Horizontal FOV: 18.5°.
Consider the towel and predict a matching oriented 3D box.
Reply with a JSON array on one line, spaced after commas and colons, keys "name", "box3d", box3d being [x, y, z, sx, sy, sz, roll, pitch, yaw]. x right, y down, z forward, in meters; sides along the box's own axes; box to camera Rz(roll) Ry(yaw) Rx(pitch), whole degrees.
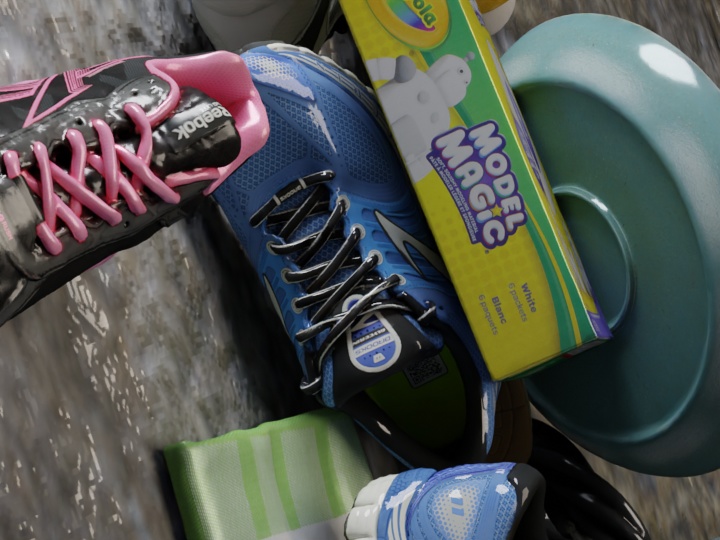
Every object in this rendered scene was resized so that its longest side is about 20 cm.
[{"name": "towel", "box3d": [-0.005, 0.151, 0.810, 0.149, 0.031, 0.201, -5, 77, -70]}]

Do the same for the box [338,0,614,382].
[{"name": "box", "box3d": [0.040, -0.057, 0.864, 0.117, 0.048, 0.201, 9, 57, -81]}]

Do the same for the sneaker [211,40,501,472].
[{"name": "sneaker", "box3d": [0.000, 0.000, 0.844, 0.200, 0.078, 0.089, 54, 10, -24]}]

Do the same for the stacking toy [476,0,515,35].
[{"name": "stacking toy", "box3d": [0.047, -0.175, 1.129, 0.200, 0.145, 0.147, 73, 9, -63]}]

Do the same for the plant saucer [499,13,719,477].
[{"name": "plant saucer", "box3d": [0.099, -0.006, 0.921, 0.027, 0.200, 0.201, -19, 91, -33]}]

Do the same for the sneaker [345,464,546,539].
[{"name": "sneaker", "box3d": [0.066, 0.163, 0.800, 0.201, 0.089, 0.079, 69, 22, -4]}]

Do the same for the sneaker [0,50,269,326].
[{"name": "sneaker", "box3d": [-0.087, -0.030, 0.661, 0.079, 0.095, 0.200, 70, 22, -10]}]

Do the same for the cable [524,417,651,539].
[{"name": "cable", "box3d": [0.113, 0.146, 1.030, 0.163, 0.051, 0.200, 48, -6, 19]}]

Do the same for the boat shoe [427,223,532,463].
[{"name": "boat shoe", "box3d": [0.023, 0.002, 0.942, 0.069, 0.073, 0.200, -74, 144, -55]}]

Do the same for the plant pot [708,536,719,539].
[{"name": "plant pot", "box3d": [0.287, 0.232, 1.285, 0.200, 0.200, 0.197, 15, 52, -66]}]

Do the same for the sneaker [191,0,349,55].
[{"name": "sneaker", "box3d": [-0.034, -0.141, 0.945, 0.200, 0.075, 0.088, -68, 150, -55]}]
